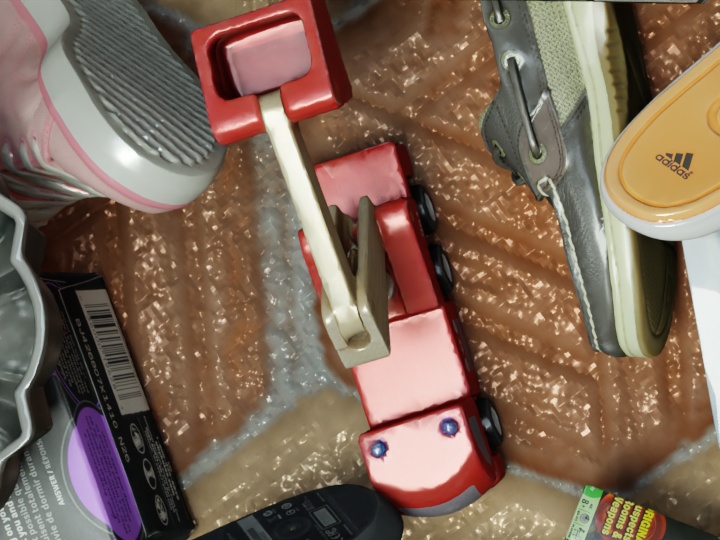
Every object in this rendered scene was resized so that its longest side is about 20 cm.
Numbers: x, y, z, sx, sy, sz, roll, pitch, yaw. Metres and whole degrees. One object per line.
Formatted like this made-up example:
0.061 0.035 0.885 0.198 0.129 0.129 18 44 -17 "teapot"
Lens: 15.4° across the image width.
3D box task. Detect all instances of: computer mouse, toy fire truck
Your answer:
-0.074 0.133 0.999 0.199 0.059 0.034 -21 116 -11 "computer mouse"
0.000 0.000 1.018 0.048 0.141 0.201 -17 88 11 "toy fire truck"

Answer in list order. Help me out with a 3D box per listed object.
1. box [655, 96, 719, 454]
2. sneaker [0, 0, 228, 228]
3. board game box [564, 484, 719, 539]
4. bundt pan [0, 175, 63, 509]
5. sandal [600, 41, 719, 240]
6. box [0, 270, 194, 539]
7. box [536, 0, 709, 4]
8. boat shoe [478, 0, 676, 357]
0.199 0.019 1.032 0.136 0.038 0.201 -10 89 10 "box"
-0.116 -0.046 1.031 0.075 0.200 0.105 24 107 -29 "sneaker"
0.096 0.192 0.998 0.104 0.023 0.201 21 79 6 "board game box"
-0.197 0.026 0.983 0.201 0.076 0.203 -1 87 14 "bundt pan"
0.170 -0.092 0.984 0.207 0.059 0.079 -43 58 -18 "sandal"
-0.187 0.090 1.073 0.199 0.106 0.123 -21 85 11 "box"
0.034 -0.180 0.986 0.199 0.050 0.159 2 90 4 "box"
0.079 -0.062 1.043 0.064 0.073 0.201 -11 83 19 "boat shoe"
